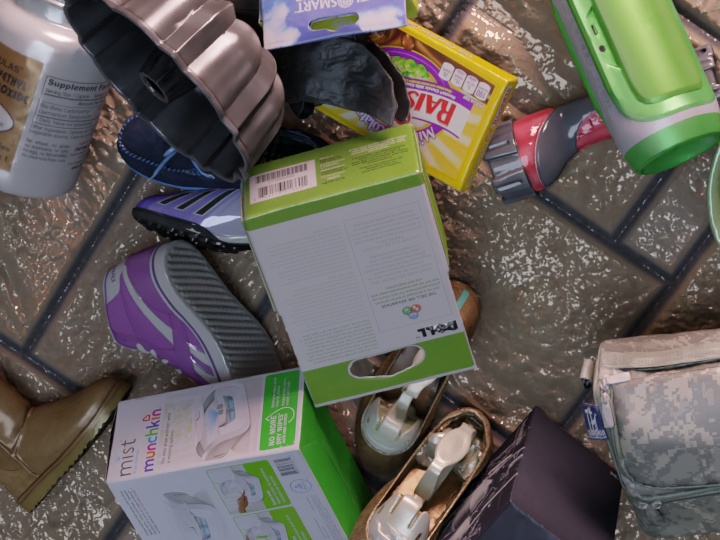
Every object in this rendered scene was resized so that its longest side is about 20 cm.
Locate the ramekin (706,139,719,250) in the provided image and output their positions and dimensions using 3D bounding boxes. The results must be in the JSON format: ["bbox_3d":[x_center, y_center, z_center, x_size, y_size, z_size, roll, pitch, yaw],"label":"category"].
[{"bbox_3d":[0.374,-0.073,1.534,0.199,0.098,0.201,3,109,10],"label":"ramekin"}]

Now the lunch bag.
[{"bbox_3d":[0.290,0.114,1.563,0.199,0.140,0.168,-8,136,17],"label":"lunch bag"}]

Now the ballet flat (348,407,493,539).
[{"bbox_3d":[0.048,0.191,1.641,0.070,0.200,0.065,29,152,11],"label":"ballet flat"}]

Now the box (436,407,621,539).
[{"bbox_3d":[0.121,0.243,1.635,0.104,0.200,0.182,39,110,-3],"label":"box"}]

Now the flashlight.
[{"bbox_3d":[0.199,-0.114,1.571,0.199,0.068,0.068,-17,120,15],"label":"flashlight"}]

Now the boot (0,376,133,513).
[{"bbox_3d":[-0.328,0.105,1.744,0.200,0.066,0.175,41,110,-4],"label":"boot"}]

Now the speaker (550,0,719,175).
[{"bbox_3d":[0.208,-0.179,1.503,0.088,0.088,0.201,-26,78,18],"label":"speaker"}]

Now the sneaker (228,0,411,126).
[{"bbox_3d":[-0.055,-0.171,1.568,0.199,0.060,0.105,3,95,23],"label":"sneaker"}]

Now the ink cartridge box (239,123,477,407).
[{"bbox_3d":[0.000,0.000,1.574,0.147,0.076,0.201,-14,125,6],"label":"ink cartridge box"}]

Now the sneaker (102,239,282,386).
[{"bbox_3d":[-0.150,0.066,1.706,0.114,0.073,0.201,-19,111,36],"label":"sneaker"}]

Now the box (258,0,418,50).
[{"bbox_3d":[-0.022,-0.266,1.518,0.121,0.048,0.201,-9,73,13],"label":"box"}]

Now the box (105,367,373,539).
[{"bbox_3d":[-0.099,0.195,1.672,0.176,0.097,0.200,-12,134,15],"label":"box"}]

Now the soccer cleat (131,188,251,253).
[{"bbox_3d":[-0.097,-0.052,1.656,0.199,0.068,0.074,7,81,16],"label":"soccer cleat"}]

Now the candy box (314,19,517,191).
[{"bbox_3d":[0.023,-0.155,1.581,0.200,0.026,0.103,31,114,19],"label":"candy box"}]

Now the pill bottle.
[{"bbox_3d":[-0.262,-0.172,1.611,0.114,0.114,0.201,23,111,2],"label":"pill bottle"}]

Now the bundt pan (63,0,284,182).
[{"bbox_3d":[-0.134,-0.165,1.498,0.076,0.202,0.202,-45,97,-15],"label":"bundt pan"}]

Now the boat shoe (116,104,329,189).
[{"bbox_3d":[-0.112,-0.110,1.612,0.199,0.069,0.085,3,71,16],"label":"boat shoe"}]

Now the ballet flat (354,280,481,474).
[{"bbox_3d":[0.044,0.101,1.669,0.068,0.072,0.200,29,111,-1],"label":"ballet flat"}]
